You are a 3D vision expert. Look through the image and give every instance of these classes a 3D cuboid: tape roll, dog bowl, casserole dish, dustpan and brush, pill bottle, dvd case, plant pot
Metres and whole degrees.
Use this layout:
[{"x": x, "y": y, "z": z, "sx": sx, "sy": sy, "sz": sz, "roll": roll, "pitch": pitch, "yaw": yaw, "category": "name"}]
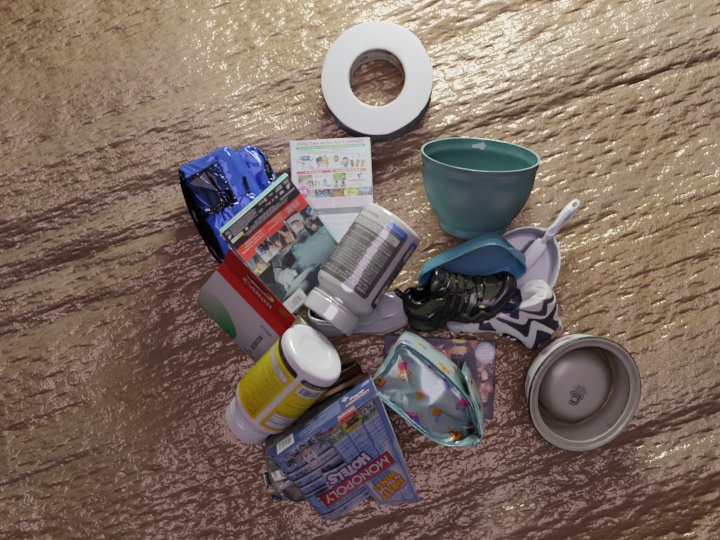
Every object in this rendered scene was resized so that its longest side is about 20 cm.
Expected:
[{"x": 0.030, "y": -0.334, "z": 1.466, "sx": 0.197, "sy": 0.066, "sz": 0.204, "roll": 0, "pitch": 87, "yaw": 4, "category": "tape roll"}, {"x": 0.365, "y": 0.197, "z": 1.390, "sx": 0.197, "sy": 0.074, "sz": 0.204, "roll": -2, "pitch": 105, "yaw": -9, "category": "dog bowl"}, {"x": 0.188, "y": -0.005, "z": 1.401, "sx": 0.198, "sy": 0.121, "sz": 0.039, "roll": -27, "pitch": 45, "yaw": 33, "category": "casserole dish"}, {"x": 0.311, "y": -0.043, "z": 1.436, "sx": 0.139, "sy": 0.057, "sz": 0.201, "roll": 41, "pitch": 90, "yaw": 5, "category": "dustpan and brush"}, {"x": 0.000, "y": 0.000, "z": 1.363, "sx": 0.113, "sy": 0.114, "sz": 0.201, "roll": 35, "pitch": 85, "yaw": 4, "category": "pill bottle"}, {"x": -0.121, "y": -0.039, "z": 1.367, "sx": 0.146, "sy": 0.022, "sz": 0.201, "roll": -42, "pitch": 120, "yaw": -6, "category": "dvd case"}, {"x": -0.131, "y": 0.190, "z": 1.334, "sx": 0.113, "sy": 0.112, "sz": 0.200, "roll": 47, "pitch": 116, "yaw": 5, "category": "pill bottle"}, {"x": 0.197, "y": -0.134, "z": 1.397, "sx": 0.197, "sy": 0.201, "sz": 0.136, "roll": 4, "pitch": 114, "yaw": 3, "category": "plant pot"}]

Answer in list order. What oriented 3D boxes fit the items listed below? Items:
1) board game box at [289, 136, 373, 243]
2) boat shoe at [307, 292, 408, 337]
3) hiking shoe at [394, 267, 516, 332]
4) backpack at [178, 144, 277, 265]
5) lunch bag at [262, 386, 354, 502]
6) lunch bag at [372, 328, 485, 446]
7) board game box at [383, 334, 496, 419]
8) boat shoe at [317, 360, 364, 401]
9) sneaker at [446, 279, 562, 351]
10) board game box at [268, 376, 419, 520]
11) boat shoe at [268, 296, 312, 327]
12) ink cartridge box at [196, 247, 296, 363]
[{"x": -0.049, "y": -0.129, "z": 1.461, "sx": 0.145, "sy": 0.064, "sz": 0.204, "roll": -2, "pitch": 88, "yaw": 2, "category": "board game box"}, {"x": 0.003, "y": 0.068, "z": 1.439, "sx": 0.196, "sy": 0.069, "sz": 0.073, "roll": -3, "pitch": 67, "yaw": 6, "category": "boat shoe"}, {"x": 0.158, "y": 0.038, "z": 1.362, "sx": 0.197, "sy": 0.101, "sz": 0.076, "roll": -20, "pitch": 43, "yaw": 15, "category": "hiking shoe"}, {"x": -0.206, "y": -0.100, "z": 1.420, "sx": 0.166, "sy": 0.163, "sz": 0.202, "roll": -25, "pitch": 85, "yaw": -2, "category": "backpack"}, {"x": -0.063, "y": 0.299, "z": 1.388, "sx": 0.198, "sy": 0.168, "sz": 0.141, "roll": -26, "pitch": 86, "yaw": 2, "category": "lunch bag"}, {"x": 0.124, "y": 0.196, "z": 1.345, "sx": 0.199, "sy": 0.170, "sz": 0.123, "roll": 35, "pitch": 97, "yaw": 5, "category": "lunch bag"}, {"x": 0.137, "y": 0.186, "z": 1.448, "sx": 0.196, "sy": 0.035, "sz": 0.138, "roll": 3, "pitch": 87, "yaw": 4, "category": "board game box"}, {"x": -0.093, "y": 0.201, "z": 1.443, "sx": 0.198, "sy": 0.070, "sz": 0.071, "roll": -26, "pitch": 88, "yaw": 2, "category": "boat shoe"}, {"x": 0.256, "y": 0.096, "z": 1.421, "sx": 0.197, "sy": 0.080, "sz": 0.130, "roll": -22, "pitch": 125, "yaw": 24, "category": "sneaker"}, {"x": -0.006, "y": 0.304, "z": 1.279, "sx": 0.199, "sy": 0.062, "sz": 0.201, "roll": -35, "pitch": 111, "yaw": 4, "category": "board game box"}, {"x": -0.105, "y": 0.116, "z": 1.426, "sx": 0.060, "sy": 0.073, "sz": 0.201, "roll": -31, "pitch": 61, "yaw": -31, "category": "boat shoe"}, {"x": -0.193, "y": 0.066, "z": 1.370, "sx": 0.161, "sy": 0.200, "sz": 0.050, "roll": 46, "pitch": 66, "yaw": 2, "category": "ink cartridge box"}]
